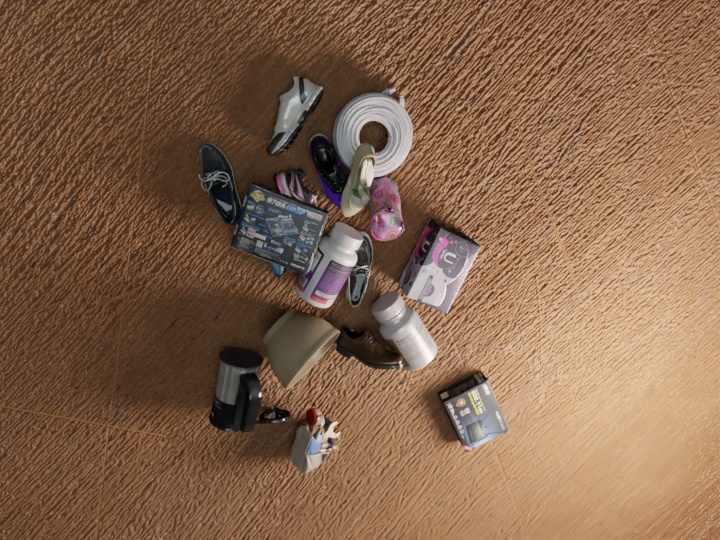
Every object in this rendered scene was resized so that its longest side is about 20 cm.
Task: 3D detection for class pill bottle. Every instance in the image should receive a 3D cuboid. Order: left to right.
[{"bbox_3d":[-0.076,-0.016,1.376,0.110,0.112,0.201,25,111,-16],"label":"pill bottle"},{"bbox_3d":[0.115,0.162,1.478,0.114,0.114,0.201,-33,110,2],"label":"pill bottle"}]

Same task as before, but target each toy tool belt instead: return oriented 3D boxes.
[{"bbox_3d":[-0.118,0.470,1.550,0.122,0.124,0.203,1,114,-43],"label":"toy tool belt"}]

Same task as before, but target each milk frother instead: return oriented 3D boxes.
[{"bbox_3d":[-0.283,0.322,1.466,0.199,0.179,0.191,-8,117,-53],"label":"milk frother"}]

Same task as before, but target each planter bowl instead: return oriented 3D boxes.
[{"bbox_3d":[-0.167,0.186,1.411,0.135,0.200,0.201,43,97,8],"label":"planter bowl"}]

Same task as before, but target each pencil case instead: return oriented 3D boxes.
[{"bbox_3d":[0.059,-0.153,1.322,0.086,0.201,0.089,0,123,0],"label":"pencil case"}]

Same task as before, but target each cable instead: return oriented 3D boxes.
[{"bbox_3d":[0.033,-0.327,1.330,0.197,0.069,0.203,-17,110,-4],"label":"cable"}]

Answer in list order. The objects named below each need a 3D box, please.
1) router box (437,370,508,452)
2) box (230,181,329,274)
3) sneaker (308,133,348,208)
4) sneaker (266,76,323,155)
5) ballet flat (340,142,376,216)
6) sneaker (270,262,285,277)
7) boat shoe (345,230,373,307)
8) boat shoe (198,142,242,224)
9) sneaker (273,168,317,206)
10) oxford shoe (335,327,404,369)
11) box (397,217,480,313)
[{"bbox_3d":[0.337,0.421,1.626,0.148,0.062,0.202,-27,110,-2],"label":"router box"},{"bbox_3d":[-0.192,-0.099,1.299,0.197,0.046,0.161,20,103,-4],"label":"box"},{"bbox_3d":[-0.069,-0.229,1.326,0.069,0.100,0.202,-28,113,0],"label":"sneaker"},{"bbox_3d":[-0.170,-0.365,1.292,0.079,0.074,0.201,34,95,-3],"label":"sneaker"},{"bbox_3d":[-0.001,-0.202,1.300,0.068,0.070,0.202,5,127,-11],"label":"ballet flat"},{"bbox_3d":[-0.237,-0.080,1.373,0.089,0.078,0.203,-13,103,9],"label":"sneaker"},{"bbox_3d":[0.000,0.000,1.428,0.071,0.071,0.203,1,107,-10],"label":"boat shoe"},{"bbox_3d":[-0.339,-0.205,1.301,0.074,0.062,0.203,-14,100,5],"label":"boat shoe"},{"bbox_3d":[-0.139,-0.157,1.352,0.085,0.080,0.202,-24,113,-6],"label":"sneaker"},{"bbox_3d":[0.027,0.205,1.456,0.197,0.073,0.086,18,111,18],"label":"oxford shoe"},{"bbox_3d":[0.203,-0.013,1.436,0.131,0.115,0.202,22,102,-16],"label":"box"}]
